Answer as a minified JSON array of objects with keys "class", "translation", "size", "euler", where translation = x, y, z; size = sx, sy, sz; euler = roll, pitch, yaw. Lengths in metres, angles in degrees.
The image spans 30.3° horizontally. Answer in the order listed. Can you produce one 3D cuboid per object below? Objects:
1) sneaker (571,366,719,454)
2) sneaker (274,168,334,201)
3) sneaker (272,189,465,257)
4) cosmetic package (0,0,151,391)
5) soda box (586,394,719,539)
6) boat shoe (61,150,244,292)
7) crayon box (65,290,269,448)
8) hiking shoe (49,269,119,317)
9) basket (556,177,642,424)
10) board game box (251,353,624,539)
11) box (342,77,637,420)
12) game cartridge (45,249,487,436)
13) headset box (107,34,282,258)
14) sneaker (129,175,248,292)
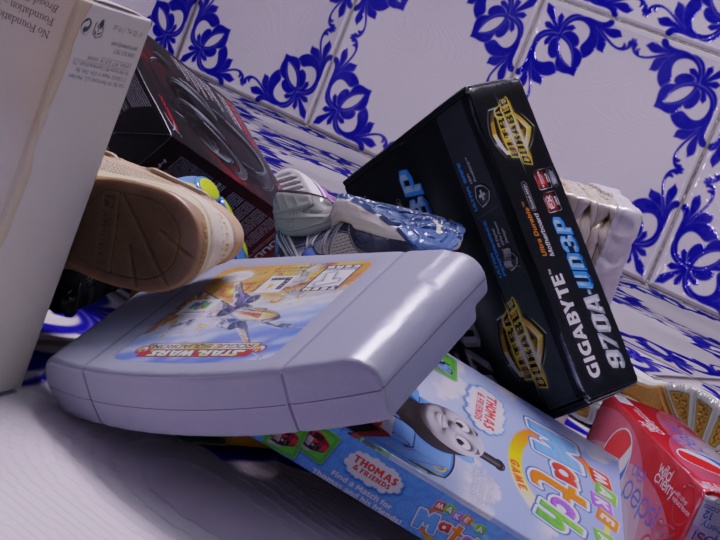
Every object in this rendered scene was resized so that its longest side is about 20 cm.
[{"class":"sneaker","translation":[0.272,0.127,1.146],"size":[0.087,0.076,0.200],"euler":[12,14,-48]},{"class":"sneaker","translation":[-0.009,0.003,1.070],"size":[0.114,0.073,0.201],"euler":[39,20,-36]},{"class":"sneaker","translation":[0.000,0.000,0.820],"size":[0.077,0.086,0.200],"euler":[11,-1,-23]},{"class":"cosmetic package","translation":[-0.190,-0.050,0.644],"size":[0.103,0.201,0.073],"euler":[24,8,17]},{"class":"soda box","translation":[0.201,0.146,0.864],"size":[0.063,0.070,0.200],"euler":[21,8,-10]},{"class":"boat shoe","translation":[-0.158,-0.034,0.708],"size":[0.199,0.072,0.064],"euler":[20,13,19]},{"class":"crayon box","translation":[-0.058,0.060,0.800],"size":[0.199,0.052,0.125],"euler":[12,13,-47]},{"class":"hiking shoe","translation":[-0.224,-0.020,0.770],"size":[0.199,0.076,0.101],"euler":[8,26,24]},{"class":"basket","translation":[0.101,0.011,1.019],"size":[0.160,0.199,0.200],"euler":[20,9,3]},{"class":"board game box","translation":[0.050,0.096,0.711],"size":[0.199,0.037,0.151],"euler":[32,21,-4]},{"class":"box","translation":[0.076,0.002,0.839],"size":[0.046,0.201,0.159],"euler":[-15,-9,-33]},{"class":"game cartridge","translation":[-0.052,0.034,0.651],"size":[0.199,0.042,0.133],"euler":[-3,20,32]},{"class":"headset box","translation":[-0.134,-0.086,0.977],"size":[0.200,0.077,0.149],"euler":[34,21,-55]},{"class":"sneaker","translation":[-0.114,-0.002,0.869],"size":[0.082,0.071,0.200],"euler":[-20,-12,-6]}]
